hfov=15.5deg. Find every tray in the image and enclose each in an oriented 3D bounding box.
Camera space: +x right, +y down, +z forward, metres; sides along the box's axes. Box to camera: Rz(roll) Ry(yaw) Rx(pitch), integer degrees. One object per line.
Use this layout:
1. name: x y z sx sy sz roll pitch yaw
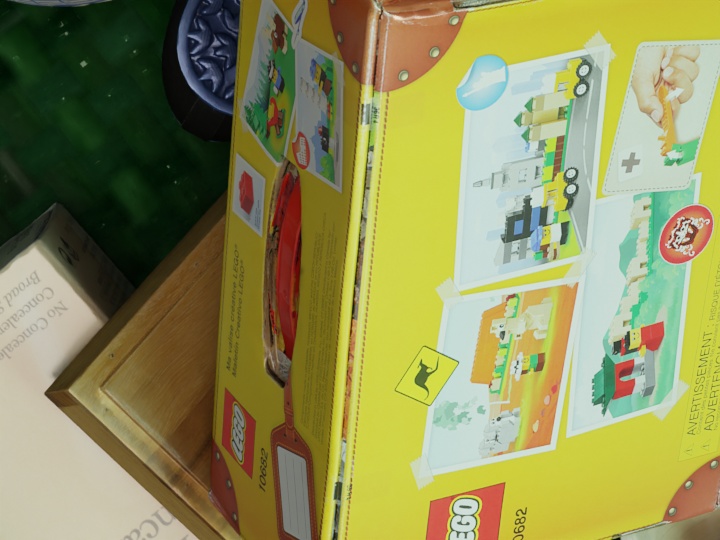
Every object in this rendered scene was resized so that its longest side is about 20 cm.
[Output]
1. tray: 0.000 0.000 0.879 0.099 0.037 0.200 44 74 -11

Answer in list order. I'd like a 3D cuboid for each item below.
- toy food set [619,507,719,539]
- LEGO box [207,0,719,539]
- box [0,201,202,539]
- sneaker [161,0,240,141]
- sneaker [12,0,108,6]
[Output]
1. toy food set: 0.201 0.107 0.862 0.200 0.060 0.144 -23 98 4
2. LEGO box: 0.041 -0.012 0.787 0.149 0.077 0.200 -11 123 -28
3. box: -0.076 0.084 0.918 0.095 0.078 0.200 -41 99 6
4. sneaker: -0.006 -0.131 0.883 0.070 0.078 0.200 35 78 -7
5. sneaker: -0.145 -0.118 0.849 0.200 0.089 0.079 1 104 14
